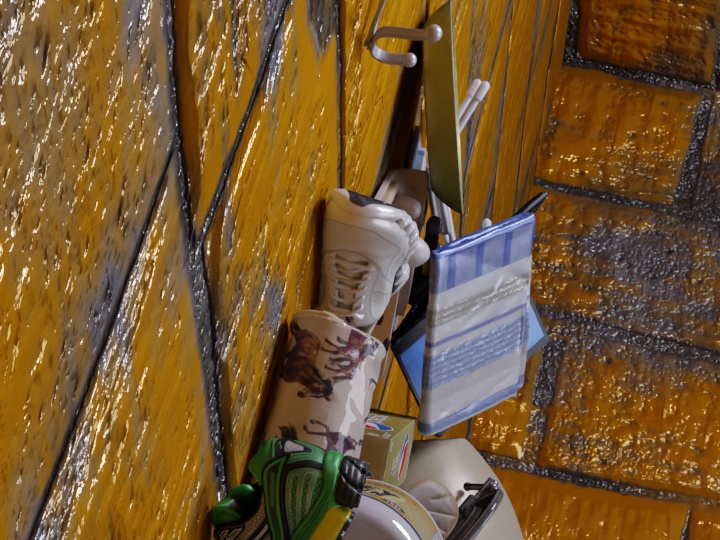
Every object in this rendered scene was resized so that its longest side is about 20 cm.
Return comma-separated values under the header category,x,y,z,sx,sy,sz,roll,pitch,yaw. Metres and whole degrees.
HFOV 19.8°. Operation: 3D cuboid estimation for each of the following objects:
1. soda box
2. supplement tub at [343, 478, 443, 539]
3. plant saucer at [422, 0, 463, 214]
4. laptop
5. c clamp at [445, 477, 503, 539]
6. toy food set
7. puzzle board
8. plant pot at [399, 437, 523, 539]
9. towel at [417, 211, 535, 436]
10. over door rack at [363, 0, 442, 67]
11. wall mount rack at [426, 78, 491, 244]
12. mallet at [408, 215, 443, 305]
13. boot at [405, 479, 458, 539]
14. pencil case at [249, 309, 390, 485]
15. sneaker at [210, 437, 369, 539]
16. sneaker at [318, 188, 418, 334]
category,x,y,z,sx,sy,sz,roll,pitch,yaw
soda box,0.003,0.167,1.874,0.200,0.067,0.065,-6,107,-82
supplement tub,-0.006,0.240,1.622,0.200,0.143,0.146,9,92,-83
plant saucer,0.077,-0.153,1.943,0.200,0.031,0.202,-3,90,-86
laptop,0.126,0.046,2.029,0.177,0.103,0.200,-39,171,-26
c clamp,0.069,0.260,1.853,0.200,0.027,0.171,-48,-177,-20
toy food set,0.033,0.000,1.860,0.200,0.060,0.145,-61,162,-72
puzzle board,0.048,-0.036,2.100,0.200,0.017,0.152,86,17,-66
plant pot,0.063,0.235,2.038,0.200,0.198,0.136,32,54,-82
towel,0.109,0.051,1.958,0.146,0.024,0.201,-23,126,-39
over door rack,0.043,-0.254,1.538,0.200,0.066,0.149,79,23,-72
wall mount rack,0.105,-0.107,2.144,0.200,0.074,0.175,-106,-172,-83
mallet,0.065,-0.006,2.009,0.200,0.041,0.066,78,28,-81
boot,-0.015,0.272,1.844,0.200,0.073,0.155,-41,-179,-29
pencil case,-0.035,0.135,1.494,0.089,0.077,0.202,46,54,-63
sneaker,-0.065,0.186,1.379,0.078,0.085,0.201,-66,-179,-59
sneaker,0.000,0.000,1.607,0.200,0.075,0.082,82,30,-68
